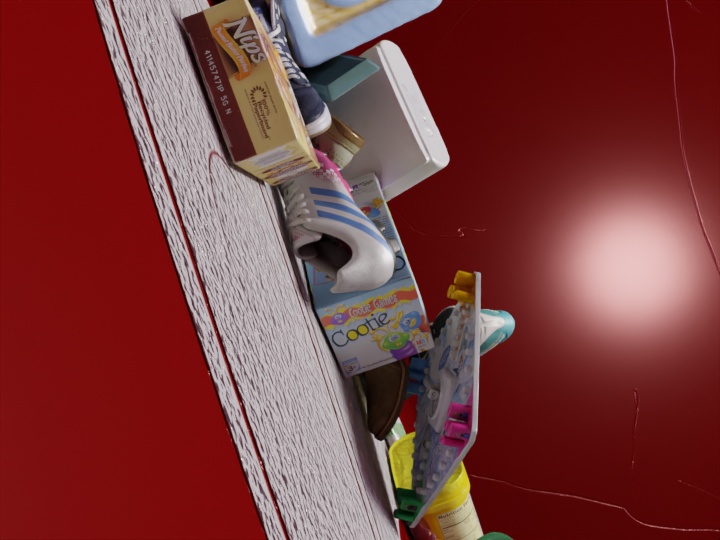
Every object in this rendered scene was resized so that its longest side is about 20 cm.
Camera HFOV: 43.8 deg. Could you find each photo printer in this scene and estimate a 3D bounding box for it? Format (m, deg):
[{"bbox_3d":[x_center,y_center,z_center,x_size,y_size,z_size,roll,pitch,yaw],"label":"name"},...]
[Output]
[{"bbox_3d":[-0.009,-0.155,1.085,0.069,0.199,0.167,-13,78,-56],"label":"photo printer"}]

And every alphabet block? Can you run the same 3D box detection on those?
[{"bbox_3d":[-0.052,-0.367,1.039,0.200,0.196,0.196,33,-34,60],"label":"alphabet block"}]

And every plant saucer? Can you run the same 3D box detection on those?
[{"bbox_3d":[-0.052,-0.227,1.019,0.200,0.070,0.019,33,-24,58],"label":"plant saucer"}]

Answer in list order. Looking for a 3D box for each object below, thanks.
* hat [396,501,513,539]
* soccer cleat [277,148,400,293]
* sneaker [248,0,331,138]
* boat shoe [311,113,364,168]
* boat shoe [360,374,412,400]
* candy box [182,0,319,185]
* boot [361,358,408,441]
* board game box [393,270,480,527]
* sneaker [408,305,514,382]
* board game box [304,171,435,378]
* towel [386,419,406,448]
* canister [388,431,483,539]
[{"bbox_3d":[0.072,0.345,0.902,0.200,0.175,0.167,-17,94,-52],"label":"hat"},{"bbox_3d":[-0.045,-0.056,0.875,0.200,0.086,0.070,48,-41,31],"label":"soccer cleat"},{"bbox_3d":[-0.090,-0.209,0.910,0.200,0.070,0.109,-123,-167,-54],"label":"sneaker"},{"bbox_3d":[-0.069,-0.156,1.003,0.073,0.063,0.200,31,4,-33],"label":"boat shoe"},{"bbox_3d":[0.017,0.090,1.179,0.075,0.062,0.201,62,7,-63],"label":"boat shoe"},{"bbox_3d":[-0.084,-0.140,0.749,0.200,0.055,0.116,-13,83,-88],"label":"candy box"},{"bbox_3d":[0.013,0.113,1.052,0.075,0.074,0.201,26,35,-17],"label":"boot"},{"bbox_3d":[0.078,0.132,0.928,0.200,0.026,0.201,112,-10,-48],"label":"board game box"},{"bbox_3d":[0.113,0.092,1.073,0.200,0.079,0.078,144,-63,-62],"label":"sneaker"},{"bbox_3d":[0.000,0.000,0.974,0.200,0.104,0.103,-106,176,-52],"label":"board game box"},{"bbox_3d":[0.034,0.181,1.274,0.153,0.023,0.201,64,8,-66],"label":"towel"},{"bbox_3d":[0.108,0.319,1.114,0.149,0.086,0.201,-104,176,-73],"label":"canister"}]
